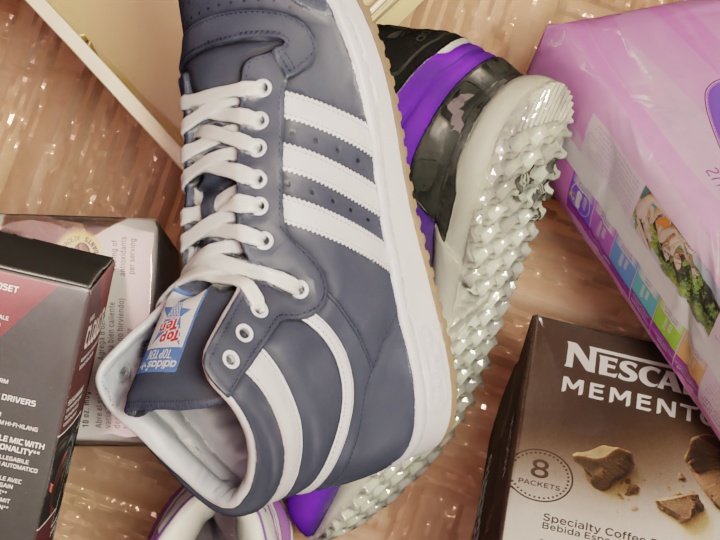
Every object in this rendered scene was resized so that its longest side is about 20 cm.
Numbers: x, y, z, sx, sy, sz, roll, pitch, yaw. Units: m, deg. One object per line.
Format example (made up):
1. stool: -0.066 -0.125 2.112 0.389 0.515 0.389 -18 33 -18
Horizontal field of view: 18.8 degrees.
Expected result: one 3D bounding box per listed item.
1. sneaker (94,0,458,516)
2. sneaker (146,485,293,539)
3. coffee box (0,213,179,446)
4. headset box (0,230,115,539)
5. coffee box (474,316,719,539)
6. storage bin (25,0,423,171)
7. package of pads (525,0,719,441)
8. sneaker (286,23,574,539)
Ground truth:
1. sneaker: -0.041 -0.019 0.697 0.108 0.070 0.201 -22 97 -41
2. sneaker: -0.070 0.169 0.768 0.072 0.114 0.201 9 86 -1
3. coffee box: -0.169 0.022 0.780 0.199 0.113 0.080 1 85 -1
4. headset box: -0.167 0.059 0.684 0.148 0.075 0.201 13 97 -2
5. coffee box: 0.142 0.102 0.762 0.199 0.080 0.113 14 45 1
6. storage bin: -0.055 -0.167 0.809 0.199 0.094 0.200 -44 86 -4
7. package of pads: 0.151 -0.013 0.754 0.120 0.076 0.200 -14 52 -22
8. sneaker: 0.000 0.000 0.791 0.099 0.070 0.201 31 115 21
